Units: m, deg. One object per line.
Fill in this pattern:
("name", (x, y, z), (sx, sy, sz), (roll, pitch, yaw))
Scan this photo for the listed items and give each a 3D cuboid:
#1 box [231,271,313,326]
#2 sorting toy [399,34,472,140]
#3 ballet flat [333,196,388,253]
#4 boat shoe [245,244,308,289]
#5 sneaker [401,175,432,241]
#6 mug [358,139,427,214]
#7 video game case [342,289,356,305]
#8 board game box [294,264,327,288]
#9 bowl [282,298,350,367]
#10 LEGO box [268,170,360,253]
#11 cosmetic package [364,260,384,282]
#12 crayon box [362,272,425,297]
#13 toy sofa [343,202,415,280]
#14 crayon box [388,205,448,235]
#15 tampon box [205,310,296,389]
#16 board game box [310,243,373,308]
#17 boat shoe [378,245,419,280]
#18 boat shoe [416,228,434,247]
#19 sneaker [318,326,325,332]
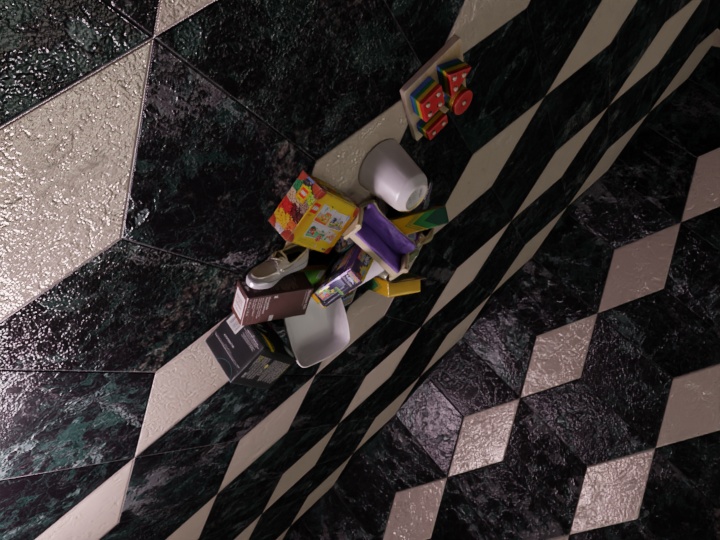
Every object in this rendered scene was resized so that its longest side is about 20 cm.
("box", (-0.230, 0.073, 1.381), (0.196, 0.075, 0.102), (-10, 136, -37))
("sorting toy", (0.208, -0.448, 1.345), (0.199, 0.070, 0.200), (-45, 154, -4))
("ballet flat", (-0.010, -0.138, 1.479), (0.199, 0.072, 0.072), (-42, 154, -9))
("boat shoe", (-0.206, -0.018, 1.333), (0.197, 0.072, 0.067), (-24, 143, -40))
("sneaker", (0.179, -0.186, 1.618), (0.087, 0.074, 0.204), (26, 90, -42))
("mug", (0.107, -0.237, 1.397), (0.151, 0.153, 0.185), (-54, 153, 18))
("video game case", (-0.082, 0.071, 1.702), (0.197, 0.024, 0.185), (-25, 147, -39))
("board game box", (-0.178, 0.030, 1.492), (0.198, 0.030, 0.097), (-7, 135, -56))
("bowl", (-0.138, 0.159, 1.558), (0.196, 0.074, 0.205), (-23, 109, -27))
("LEGO box", (-0.109, -0.137, 1.297), (0.150, 0.077, 0.199), (-52, 154, 11))
("cosmetic package", (0.000, 0.000, 1.545), (0.198, 0.051, 0.083), (-33, -159, 38))
("crayon box", (0.103, 0.039, 1.664), (0.123, 0.199, 0.053), (-8, 103, -27))
("toy sofa", (0.055, -0.077, 1.392), (0.097, 0.084, 0.199), (-32, 120, 32))
("crayon box", (0.139, -0.135, 1.499), (0.195, 0.052, 0.127), (-15, -172, -10))
("tampon box", (-0.296, 0.218, 1.439), (0.126, 0.150, 0.200), (-44, 155, 2))
("board game box", (-0.037, -0.006, 1.452), (0.164, 0.057, 0.202), (-36, -163, 34))
("boat shoe", (0.121, -0.021, 1.635), (0.197, 0.062, 0.073), (-28, 149, -35))
("boat shoe", (0.187, -0.112, 1.803), (0.199, 0.070, 0.066), (-37, 151, -41))
("sneaker", (-0.140, 0.209, 1.713), (0.114, 0.077, 0.199), (-41, 172, 1))
